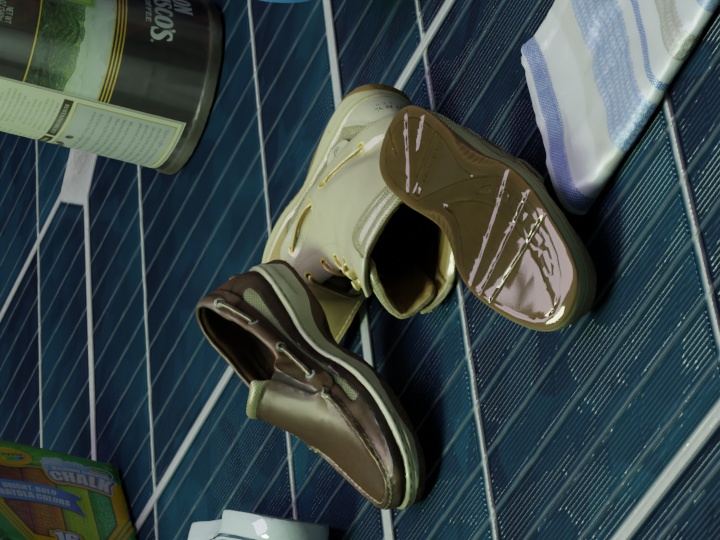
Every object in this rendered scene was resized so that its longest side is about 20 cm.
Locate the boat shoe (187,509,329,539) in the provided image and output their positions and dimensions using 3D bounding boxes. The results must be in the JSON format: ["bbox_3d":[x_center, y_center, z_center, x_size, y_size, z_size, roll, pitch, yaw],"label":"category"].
[{"bbox_3d":[-0.072,0.209,1.911,0.200,0.071,0.091,150,130,-72],"label":"boat shoe"}]

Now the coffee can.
[{"bbox_3d":[-0.230,-0.170,2.358,0.146,0.199,0.147,-167,90,-69],"label":"coffee can"}]

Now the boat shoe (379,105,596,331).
[{"bbox_3d":[0.085,-0.031,1.651,0.071,0.064,0.200,-61,40,20],"label":"boat shoe"}]

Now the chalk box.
[{"bbox_3d":[-0.259,0.218,2.307,0.200,0.124,0.124,-115,43,-57],"label":"chalk box"}]

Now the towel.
[{"bbox_3d":[0.147,-0.145,1.612,0.147,0.024,0.200,-100,31,-45],"label":"towel"}]

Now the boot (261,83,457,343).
[{"bbox_3d":[0.000,0.000,1.845,0.200,0.073,0.156,-66,24,20],"label":"boot"}]

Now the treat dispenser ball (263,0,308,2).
[{"bbox_3d":[-0.050,-0.281,1.960,0.201,0.200,0.202,-167,90,-69],"label":"treat dispenser ball"}]

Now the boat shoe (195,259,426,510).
[{"bbox_3d":[-0.037,0.080,1.795,0.202,0.075,0.075,50,147,39],"label":"boat shoe"}]
